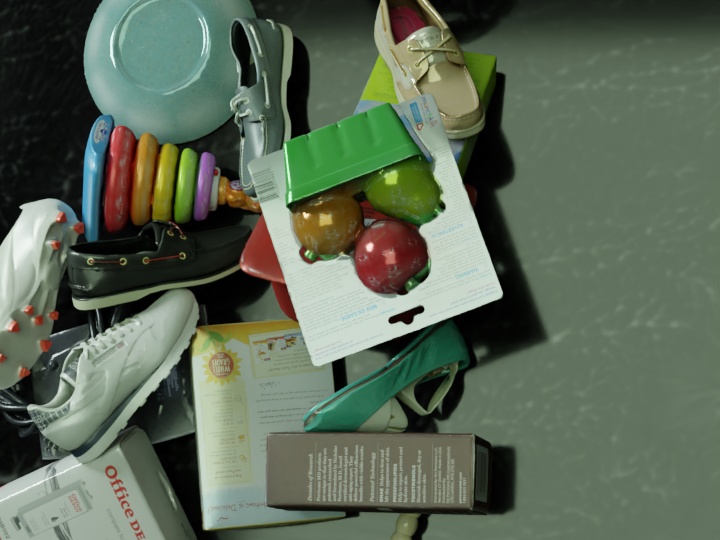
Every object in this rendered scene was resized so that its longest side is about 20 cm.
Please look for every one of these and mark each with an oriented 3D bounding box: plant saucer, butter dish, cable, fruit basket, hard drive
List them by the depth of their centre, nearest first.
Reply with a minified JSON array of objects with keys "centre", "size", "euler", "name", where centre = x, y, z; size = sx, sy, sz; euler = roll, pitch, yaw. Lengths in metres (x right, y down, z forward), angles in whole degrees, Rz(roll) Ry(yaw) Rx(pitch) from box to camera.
[{"centre":[0.012,-0.037,1.492],"size":[0.184,0.094,0.202],"euler":[-21,84,6],"name":"fruit basket"},{"centre":[0.000,0.000,1.617],"size":[0.198,0.149,0.200],"euler":[11,40,12],"name":"butter dish"},{"centre":[-0.321,0.069,1.680],"size":[0.162,0.051,0.202],"euler":[14,79,20],"name":"cable"},{"centre":[-0.238,0.116,1.699],"size":[0.198,0.042,0.136],"euler":[-13,79,11],"name":"hard drive"},{"centre":[-0.205,-0.235,1.744],"size":[0.199,0.039,0.204],"euler":[-2,82,13],"name":"plant saucer"}]

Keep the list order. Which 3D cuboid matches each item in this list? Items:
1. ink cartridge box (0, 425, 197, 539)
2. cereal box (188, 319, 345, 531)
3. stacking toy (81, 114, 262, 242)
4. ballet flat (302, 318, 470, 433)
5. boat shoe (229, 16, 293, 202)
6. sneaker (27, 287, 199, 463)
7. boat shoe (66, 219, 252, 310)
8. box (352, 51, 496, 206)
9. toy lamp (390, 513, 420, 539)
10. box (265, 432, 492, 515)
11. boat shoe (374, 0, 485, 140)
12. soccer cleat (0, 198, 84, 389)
[{"centre":[-0.284,0.264,1.647],"size":[0.198,0.083,0.148],"euler":[-25,95,9],"name":"ink cartridge box"},{"centre":[-0.094,0.152,1.641],"size":[0.142,0.040,0.202],"euler":[-3,81,-10],"name":"cereal box"},{"centre":[-0.182,-0.085,1.692],"size":[0.198,0.117,0.111],"euler":[7,123,-4],"name":"stacking toy"},{"centre":[0.035,0.116,1.586],"size":[0.199,0.067,0.071],"euler":[-34,83,-32],"name":"ballet flat"},{"centre":[-0.111,-0.166,1.675],"size":[0.073,0.061,0.202],"euler":[-25,55,49],"name":"boat shoe"},{"centre":[-0.235,0.088,1.607],"size":[0.080,0.076,0.201],"euler":[43,70,-17],"name":"sneaker"},{"centre":[-0.194,-0.016,1.644],"size":[0.199,0.074,0.064],"euler":[-14,109,-22],"name":"boat shoe"},{"centre":[0.053,-0.139,1.615],"size":[0.121,0.048,0.201],"euler":[10,50,14],"name":"box"},{"centre":[0.033,0.277,1.609],"size":[0.058,0.058,0.202],"euler":[19,84,15],"name":"toy lamp"},{"centre":[0.018,0.190,1.547],"size":[0.198,0.100,0.076],"euler":[1,80,14],"name":"box"},{"centre":[0.062,-0.207,1.598],"size":[0.073,0.070,0.201],"euler":[-19,49,-13],"name":"boat shoe"},{"centre":[-0.338,0.023,1.651],"size":[0.077,0.069,0.202],"euler":[5,68,36],"name":"soccer cleat"}]
